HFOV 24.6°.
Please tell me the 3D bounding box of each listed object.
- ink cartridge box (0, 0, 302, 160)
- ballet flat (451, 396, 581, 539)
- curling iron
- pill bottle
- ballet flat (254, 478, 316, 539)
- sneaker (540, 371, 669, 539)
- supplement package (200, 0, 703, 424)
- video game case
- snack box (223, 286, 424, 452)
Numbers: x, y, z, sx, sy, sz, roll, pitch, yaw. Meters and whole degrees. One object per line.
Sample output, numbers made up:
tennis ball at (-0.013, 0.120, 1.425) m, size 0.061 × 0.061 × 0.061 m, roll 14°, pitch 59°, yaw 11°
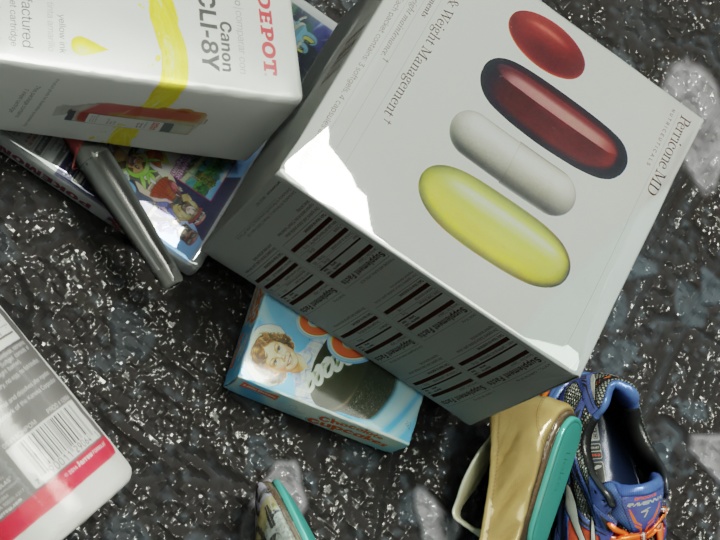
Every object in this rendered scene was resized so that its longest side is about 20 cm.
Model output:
ink cartridge box at (-0.143, -0.154, 0.948) m, size 0.200 × 0.083 × 0.145 m, roll 5°, pitch 66°, yaw -29°
ballet flat at (0.082, 0.173, 1.006) m, size 0.063 × 0.069 × 0.200 m, roll 12°, pitch 80°, yaw 25°
curling iron at (-0.169, -0.069, 0.964) m, size 0.050 × 0.026 × 0.200 m, roll -37°, pitch 89°, yaw -33°
pill bottle at (-0.224, 0.067, 0.883) m, size 0.111 × 0.111 × 0.200 m, roll -40°, pitch 92°, yaw -26°
ballet flat at (-0.022, 0.218, 0.949) m, size 0.072 × 0.072 × 0.200 m, roll -32°, pitch 88°, yaw -26°
sneaker at (0.159, 0.156, 1.029) m, size 0.075 × 0.078 × 0.200 m, roll -12°, pitch 80°, yaw -24°
supplement package at (0.053, -0.051, 0.966) m, size 0.200 × 0.147 × 0.191 m, roll 33°, pitch 65°, yaw -10°
video game case at (-0.130, -0.126, 1.025) m, size 0.182 × 0.023 × 0.200 m, roll 34°, pitch 65°, yaw -10°
snack box at (0.000, 0.000, 1.032) m, size 0.116 × 0.037 × 0.200 m, roll 22°, pitch 68°, yaw -14°
